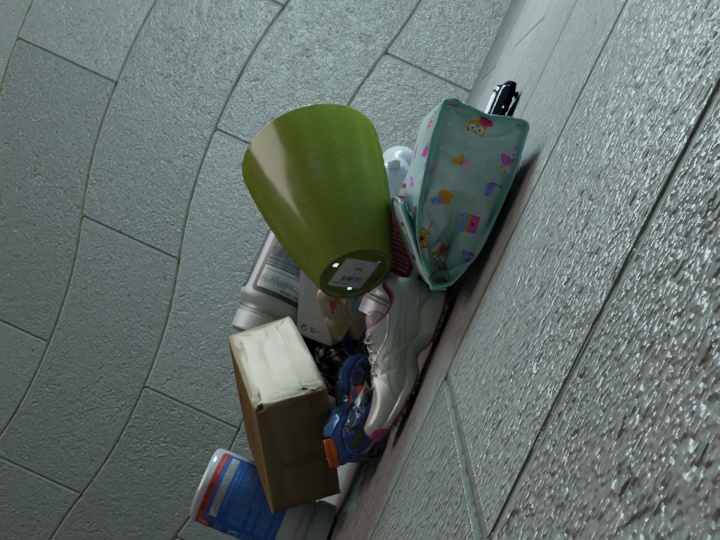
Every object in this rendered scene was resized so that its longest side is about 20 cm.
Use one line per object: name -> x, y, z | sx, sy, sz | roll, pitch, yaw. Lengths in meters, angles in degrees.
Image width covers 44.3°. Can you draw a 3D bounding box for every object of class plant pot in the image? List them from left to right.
plant pot -> -0.034, -0.071, 1.106 | 0.188, 0.186, 0.201 | 115, 143, -45

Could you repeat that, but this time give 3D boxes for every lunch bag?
lunch bag -> 0.101, -0.080, 1.011 | 0.170, 0.121, 0.201 | -123, 49, -85

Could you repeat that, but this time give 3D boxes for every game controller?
game controller -> 0.197, -0.197, 1.378 | 0.104, 0.042, 0.201 | 76, -144, -67

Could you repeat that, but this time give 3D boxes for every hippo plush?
hippo plush -> 0.073, -0.121, 1.537 | 0.159, 0.160, 0.200 | -43, 15, 44

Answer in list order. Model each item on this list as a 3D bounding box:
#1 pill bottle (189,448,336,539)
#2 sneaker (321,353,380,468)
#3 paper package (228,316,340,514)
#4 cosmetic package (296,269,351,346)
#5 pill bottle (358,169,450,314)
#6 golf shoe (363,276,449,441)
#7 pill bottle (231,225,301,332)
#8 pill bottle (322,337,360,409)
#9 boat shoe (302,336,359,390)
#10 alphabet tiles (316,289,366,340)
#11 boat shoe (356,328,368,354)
pill bottle -> -0.141, 0.350, 1.308 | 0.112, 0.199, 0.113 | 22, -90, -89
sneaker -> 0.004, 0.185, 1.172 | 0.200, 0.078, 0.076 | -75, -16, -53
paper package -> -0.108, 0.200, 1.240 | 0.191, 0.103, 0.201 | -123, 23, -55
cosmetic package -> -0.034, -0.003, 1.311 | 0.102, 0.074, 0.201 | -28, -50, -54
pill bottle -> 0.076, -0.023, 1.154 | 0.112, 0.112, 0.201 | -96, 30, -89
golf shoe -> 0.035, 0.101, 1.057 | 0.075, 0.091, 0.201 | 122, 171, -75
pill bottle -> -0.117, 0.014, 1.368 | 0.114, 0.113, 0.201 | 117, 176, -80
pill bottle -> -0.014, 0.175, 1.410 | 0.113, 0.112, 0.201 | 116, 178, -72
boat shoe -> -0.048, 0.132, 1.335 | 0.069, 0.057, 0.200 | -57, 33, -3
alphabet tiles -> 0.000, 0.000, 1.279 | 0.200, 0.015, 0.196 | -57, -34, -34
boat shoe -> 0.050, 0.084, 1.345 | 0.203, 0.074, 0.065 | -59, -5, -7
